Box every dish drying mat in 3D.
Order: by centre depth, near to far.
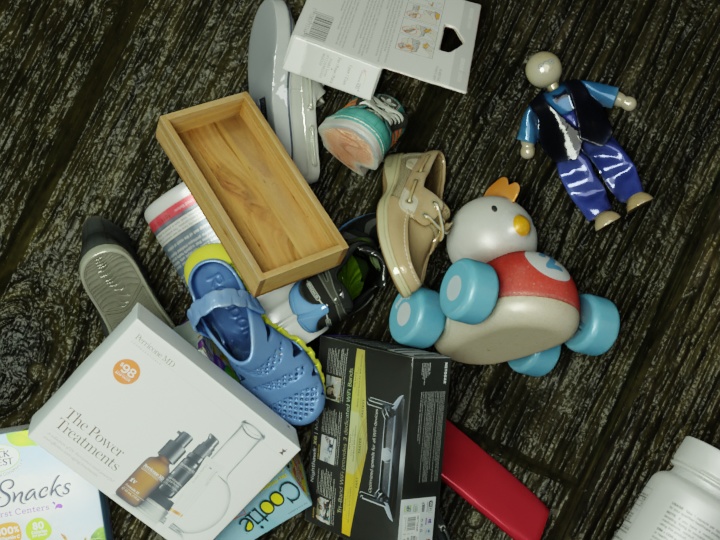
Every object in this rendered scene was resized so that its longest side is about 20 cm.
[{"bbox_3d":[0.115,0.213,1.299,0.200,0.077,0.018,39,128,-2],"label":"dish drying mat"}]

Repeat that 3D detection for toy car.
[{"bbox_3d":[0.146,-0.014,1.261,0.184,0.177,0.200,14,65,-27],"label":"toy car"}]

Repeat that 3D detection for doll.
[{"bbox_3d":[0.240,-0.148,1.326,0.136,0.048,0.200,-30,85,4],"label":"doll"}]

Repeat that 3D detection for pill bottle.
[{"bbox_3d":[-0.122,-0.003,1.255,0.119,0.120,0.200,-31,91,-5],"label":"pill bottle"},{"bbox_3d":[0.334,0.283,1.289,0.113,0.113,0.200,33,86,-3],"label":"pill bottle"}]

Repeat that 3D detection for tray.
[{"bbox_3d":[-0.106,-0.076,1.180,0.099,0.037,0.200,-22,66,-29],"label":"tray"}]

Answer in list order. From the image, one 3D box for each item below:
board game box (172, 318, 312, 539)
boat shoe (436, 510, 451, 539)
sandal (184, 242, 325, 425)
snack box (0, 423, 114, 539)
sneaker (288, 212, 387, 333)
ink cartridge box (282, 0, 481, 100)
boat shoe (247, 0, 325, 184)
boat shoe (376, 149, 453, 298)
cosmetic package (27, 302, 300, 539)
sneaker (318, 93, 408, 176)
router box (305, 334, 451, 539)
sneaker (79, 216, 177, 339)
[{"bbox_3d":[-0.147,0.162,1.222,0.105,0.103,0.200,-31,110,2],"label":"board game box"},{"bbox_3d":[0.054,0.245,1.289,0.066,0.075,0.200,-11,67,-35],"label":"boat shoe"},{"bbox_3d":[-0.106,0.073,1.167,0.079,0.087,0.200,-34,105,14],"label":"sandal"},{"bbox_3d":[-0.361,0.246,1.253,0.200,0.068,0.169,-8,89,-6],"label":"snack box"},{"bbox_3d":[0.000,0.000,1.243,0.083,0.200,0.071,-16,108,29],"label":"sneaker"},{"bbox_3d":[0.027,-0.238,1.246,0.176,0.200,0.045,19,128,-3],"label":"ink cartridge box"},{"bbox_3d":[-0.072,-0.187,1.299,0.070,0.071,0.200,-2,84,-32],"label":"boat shoe"},{"bbox_3d":[0.058,-0.057,1.243,0.064,0.200,0.071,-13,133,15],"label":"boat shoe"},{"bbox_3d":[-0.179,0.150,1.132,0.200,0.052,0.151,41,96,-18],"label":"cosmetic package"},{"bbox_3d":[0.007,-0.148,1.230,0.071,0.200,0.080,37,88,-4],"label":"sneaker"},{"bbox_3d":[0.015,0.173,1.232,0.052,0.157,0.200,3,95,-37],"label":"router box"},{"bbox_3d":[-0.233,0.040,1.274,0.075,0.106,0.200,-19,119,-5],"label":"sneaker"}]
